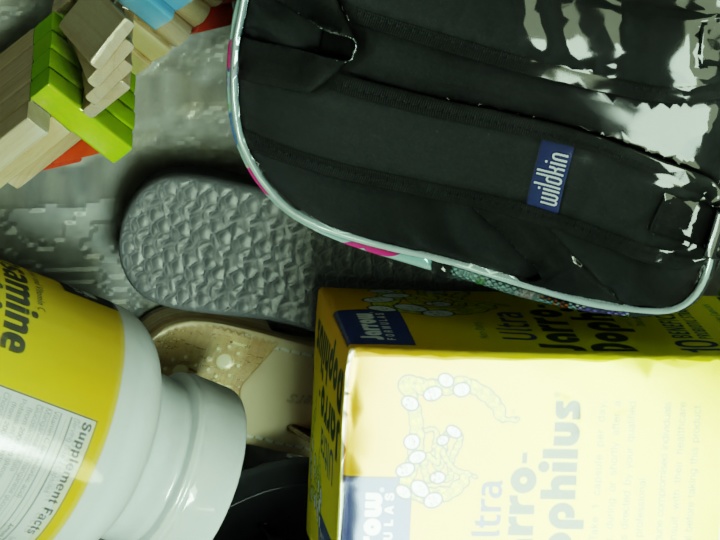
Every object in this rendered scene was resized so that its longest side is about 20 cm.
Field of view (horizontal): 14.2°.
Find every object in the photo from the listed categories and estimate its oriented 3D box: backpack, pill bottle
[{"bbox_3d":[0.051,-0.089,1.106,0.198,0.151,0.179,10,112,-3],"label":"backpack"},{"bbox_3d":[-0.150,0.053,1.158,0.199,0.112,0.112,22,106,-24],"label":"pill bottle"}]

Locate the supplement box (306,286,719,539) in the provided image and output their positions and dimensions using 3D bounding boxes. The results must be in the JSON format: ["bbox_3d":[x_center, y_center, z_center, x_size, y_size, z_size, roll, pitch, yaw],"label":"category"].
[{"bbox_3d":[0.083,0.071,1.141,0.198,0.109,0.110,1,102,-7],"label":"supplement box"}]

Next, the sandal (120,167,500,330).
[{"bbox_3d":[0.000,-0.001,1.210,0.199,0.043,0.077,19,102,-2],"label":"sandal"}]

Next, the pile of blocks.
[{"bbox_3d":[-0.077,-0.100,1.136,0.062,0.082,0.200,37,98,-31],"label":"pile of blocks"}]

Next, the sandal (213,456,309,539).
[{"bbox_3d":[-0.085,0.156,1.268,0.200,0.043,0.076,-40,148,8],"label":"sandal"}]

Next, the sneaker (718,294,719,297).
[{"bbox_3d":[0.237,0.027,1.238,0.199,0.089,0.077,-3,124,-30],"label":"sneaker"}]

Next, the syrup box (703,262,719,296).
[{"bbox_3d":[0.129,-0.060,1.235,0.078,0.081,0.201,4,114,-24],"label":"syrup box"}]

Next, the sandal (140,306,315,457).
[{"bbox_3d":[0.003,0.064,1.254,0.210,0.070,0.078,8,112,-24],"label":"sandal"}]
